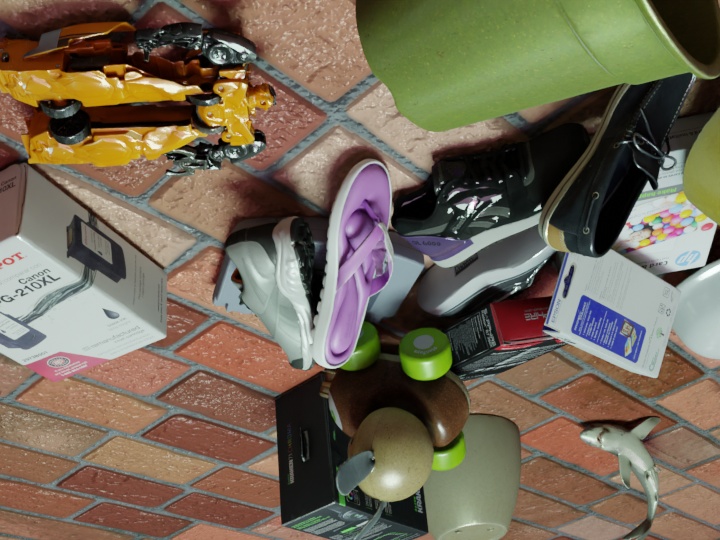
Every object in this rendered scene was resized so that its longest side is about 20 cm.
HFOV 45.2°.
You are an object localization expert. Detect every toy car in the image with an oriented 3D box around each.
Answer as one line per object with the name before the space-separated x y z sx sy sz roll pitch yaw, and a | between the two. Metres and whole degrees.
toy car | 0.016 0.180 0.891 0.157 0.200 0.165 4 127 24

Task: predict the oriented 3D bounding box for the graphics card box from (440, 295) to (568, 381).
graphics card box | 0.147 0.081 0.959 0.125 0.051 0.200 -6 162 -27

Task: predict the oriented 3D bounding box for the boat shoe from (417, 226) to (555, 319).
boat shoe | 0.146 -0.003 0.888 0.067 0.072 0.200 21 138 -32

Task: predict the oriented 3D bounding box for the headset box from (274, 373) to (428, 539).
headset box | -0.017 0.249 1.115 0.092 0.175 0.200 -31 138 29

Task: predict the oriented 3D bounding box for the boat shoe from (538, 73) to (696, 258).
boat shoe | 0.226 -0.096 0.720 0.074 0.062 0.201 31 94 -44

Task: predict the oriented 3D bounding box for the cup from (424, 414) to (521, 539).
cup | 0.151 0.323 1.276 0.199 0.144 0.201 -5 145 -4

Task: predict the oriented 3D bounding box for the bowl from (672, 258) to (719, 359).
bowl | 0.448 0.049 0.974 0.200 0.091 0.201 -14 153 -7

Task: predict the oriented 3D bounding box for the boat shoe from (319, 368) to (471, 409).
boat shoe | 0.050 0.138 1.058 0.199 0.068 0.072 13 172 -19

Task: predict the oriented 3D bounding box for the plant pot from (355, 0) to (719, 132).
plant pot | 0.104 -0.182 0.562 0.189 0.201 0.200 -19 145 38

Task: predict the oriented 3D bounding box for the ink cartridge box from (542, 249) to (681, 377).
ink cartridge box | 0.245 0.034 0.870 0.199 0.100 0.039 25 171 -37

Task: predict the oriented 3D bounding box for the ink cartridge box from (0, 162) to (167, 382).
ink cartridge box | -0.298 0.010 0.805 0.144 0.085 0.200 -22 142 17

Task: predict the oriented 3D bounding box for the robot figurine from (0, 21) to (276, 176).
robot figurine | -0.164 -0.134 0.658 0.198 0.059 0.145 -4 144 -5

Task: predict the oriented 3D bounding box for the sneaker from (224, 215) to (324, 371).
sneaker | -0.078 0.024 0.833 0.079 0.074 0.201 -2 139 7

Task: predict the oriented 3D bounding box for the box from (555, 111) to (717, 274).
box | 0.277 -0.062 0.861 0.155 0.041 0.200 -10 145 3

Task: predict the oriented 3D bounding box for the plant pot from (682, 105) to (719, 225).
plant pot | 0.400 -0.078 0.732 0.199 0.142 0.201 -18 144 -14

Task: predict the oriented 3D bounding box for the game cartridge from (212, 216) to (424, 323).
game cartridge | -0.042 0.001 0.888 0.198 0.042 0.134 6 138 -19

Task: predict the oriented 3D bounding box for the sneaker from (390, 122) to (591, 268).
sneaker | 0.112 -0.075 0.785 0.087 0.076 0.200 30 130 -33

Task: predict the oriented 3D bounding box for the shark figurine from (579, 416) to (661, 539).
shark figurine | 0.419 0.308 1.348 0.128 0.216 0.089 -30 -170 -17

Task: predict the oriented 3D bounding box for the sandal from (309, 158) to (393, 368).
sandal | 0.005 -0.001 0.803 0.082 0.050 0.204 -14 120 -53
